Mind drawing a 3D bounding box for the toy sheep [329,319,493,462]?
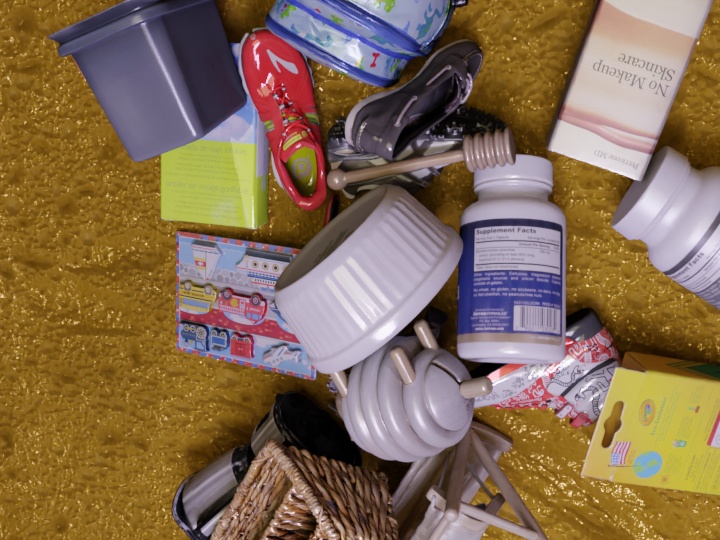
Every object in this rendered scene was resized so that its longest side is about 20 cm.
[{"bbox_3d":[0.048,0.127,0.837,0.198,0.137,0.140,-15,101,46],"label":"toy sheep"}]

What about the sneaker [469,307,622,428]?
[{"bbox_3d":[0.196,0.136,0.909,0.200,0.067,0.109,-32,92,16],"label":"sneaker"}]

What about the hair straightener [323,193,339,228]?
[{"bbox_3d":[-0.016,0.018,0.945,0.076,0.041,0.203,13,102,9],"label":"hair straightener"}]

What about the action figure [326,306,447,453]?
[{"bbox_3d":[0.029,0.129,0.950,0.128,0.070,0.203,20,111,-1],"label":"action figure"}]

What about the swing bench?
[{"bbox_3d":[0.085,0.290,0.897,0.128,0.201,0.201,25,109,-15],"label":"swing bench"}]

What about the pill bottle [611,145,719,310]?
[{"bbox_3d":[0.356,-0.028,0.804,0.199,0.116,0.117,34,109,4],"label":"pill bottle"}]

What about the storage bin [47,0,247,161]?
[{"bbox_3d":[-0.200,-0.196,0.818,0.143,0.200,0.136,-16,108,16],"label":"storage bin"}]

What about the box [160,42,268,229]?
[{"bbox_3d":[-0.166,-0.155,0.938,0.120,0.048,0.204,6,103,11],"label":"box"}]

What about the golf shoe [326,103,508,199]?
[{"bbox_3d":[0.063,-0.122,0.886,0.196,0.078,0.096,-1,122,15],"label":"golf shoe"}]

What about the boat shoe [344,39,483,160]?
[{"bbox_3d":[0.069,-0.164,0.811,0.057,0.199,0.067,34,144,27],"label":"boat shoe"}]

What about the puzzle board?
[{"bbox_3d":[-0.138,0.040,0.977,0.197,0.017,0.153,9,106,22],"label":"puzzle board"}]

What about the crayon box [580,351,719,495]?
[{"bbox_3d":[0.327,0.159,0.856,0.197,0.051,0.129,10,107,-12],"label":"crayon box"}]

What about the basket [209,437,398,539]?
[{"bbox_3d":[-0.068,0.303,0.852,0.147,0.144,0.201,21,119,-21],"label":"basket"}]

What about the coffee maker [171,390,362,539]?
[{"bbox_3d":[-0.094,0.271,0.996,0.199,0.135,0.192,-40,118,20],"label":"coffee maker"}]

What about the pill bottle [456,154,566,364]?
[{"bbox_3d":[0.154,-0.009,0.840,0.109,0.111,0.204,1,80,14],"label":"pill bottle"}]

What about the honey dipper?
[{"bbox_3d":[0.056,-0.109,0.830,0.197,0.038,0.039,-7,102,20],"label":"honey dipper"}]

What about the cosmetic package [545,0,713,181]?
[{"bbox_3d":[0.260,-0.202,0.801,0.102,0.087,0.203,18,107,8],"label":"cosmetic package"}]

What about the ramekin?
[{"bbox_3d":[0.000,0.000,0.829,0.201,0.203,0.094,-38,103,19],"label":"ramekin"}]

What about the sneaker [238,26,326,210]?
[{"bbox_3d":[-0.071,-0.157,0.871,0.076,0.085,0.202,-20,120,-4],"label":"sneaker"}]

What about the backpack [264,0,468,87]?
[{"bbox_3d":[-0.004,-0.265,0.786,0.181,0.200,0.149,29,103,5],"label":"backpack"}]
